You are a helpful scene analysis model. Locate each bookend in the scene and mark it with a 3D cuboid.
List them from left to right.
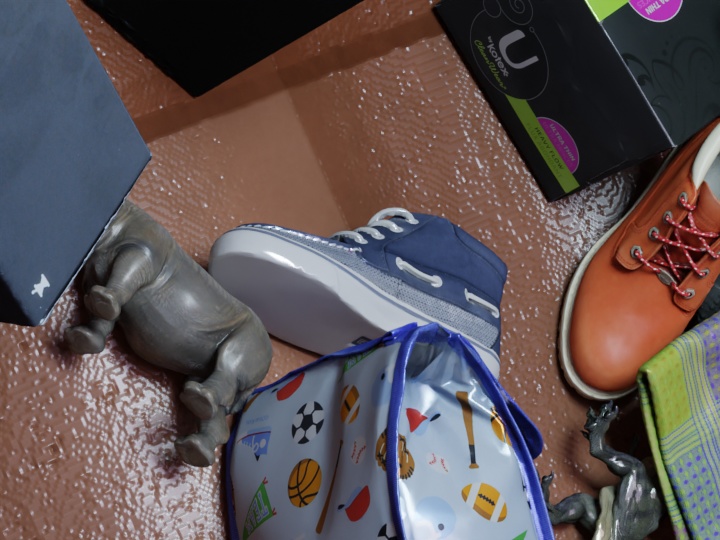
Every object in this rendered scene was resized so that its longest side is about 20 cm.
[{"bbox_3d":[-0.030,-0.222,1.597,0.092,0.200,0.199,41,58,-18],"label":"bookend"}]

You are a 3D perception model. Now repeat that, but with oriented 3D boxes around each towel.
[{"bbox_3d":[0.256,0.077,1.740,0.200,0.023,0.144,-26,110,-29],"label":"towel"}]

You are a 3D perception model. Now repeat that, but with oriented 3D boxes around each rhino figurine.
[{"bbox_3d":[-0.124,0.006,1.551,0.200,0.060,0.087,48,42,-11],"label":"rhino figurine"}]

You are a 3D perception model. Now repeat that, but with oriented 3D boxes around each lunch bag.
[{"bbox_3d":[0.016,0.139,1.538,0.124,0.170,0.201,-10,81,-38],"label":"lunch bag"}]

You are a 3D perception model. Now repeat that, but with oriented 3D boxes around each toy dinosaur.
[{"bbox_3d":[0.145,0.136,1.705,0.088,0.047,0.200,51,58,-19],"label":"toy dinosaur"}]

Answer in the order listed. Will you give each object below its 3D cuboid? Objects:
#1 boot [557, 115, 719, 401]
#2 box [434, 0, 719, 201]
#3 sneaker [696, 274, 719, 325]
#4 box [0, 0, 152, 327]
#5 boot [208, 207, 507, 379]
[{"bbox_3d":[0.185,-0.013,1.714,0.075,0.107,0.200,31,84,-4],"label":"boot"},{"bbox_3d":[0.176,-0.162,1.765,0.200,0.124,0.149,-37,97,-37],"label":"box"},{"bbox_3d":[0.287,0.026,1.827,0.200,0.074,0.080,14,54,-35],"label":"sneaker"},{"bbox_3d":[-0.239,-0.089,1.375,0.124,0.196,0.200,-58,140,-30],"label":"box"},{"bbox_3d":[0.000,0.000,1.639,0.200,0.073,0.091,30,54,-33],"label":"boot"}]
